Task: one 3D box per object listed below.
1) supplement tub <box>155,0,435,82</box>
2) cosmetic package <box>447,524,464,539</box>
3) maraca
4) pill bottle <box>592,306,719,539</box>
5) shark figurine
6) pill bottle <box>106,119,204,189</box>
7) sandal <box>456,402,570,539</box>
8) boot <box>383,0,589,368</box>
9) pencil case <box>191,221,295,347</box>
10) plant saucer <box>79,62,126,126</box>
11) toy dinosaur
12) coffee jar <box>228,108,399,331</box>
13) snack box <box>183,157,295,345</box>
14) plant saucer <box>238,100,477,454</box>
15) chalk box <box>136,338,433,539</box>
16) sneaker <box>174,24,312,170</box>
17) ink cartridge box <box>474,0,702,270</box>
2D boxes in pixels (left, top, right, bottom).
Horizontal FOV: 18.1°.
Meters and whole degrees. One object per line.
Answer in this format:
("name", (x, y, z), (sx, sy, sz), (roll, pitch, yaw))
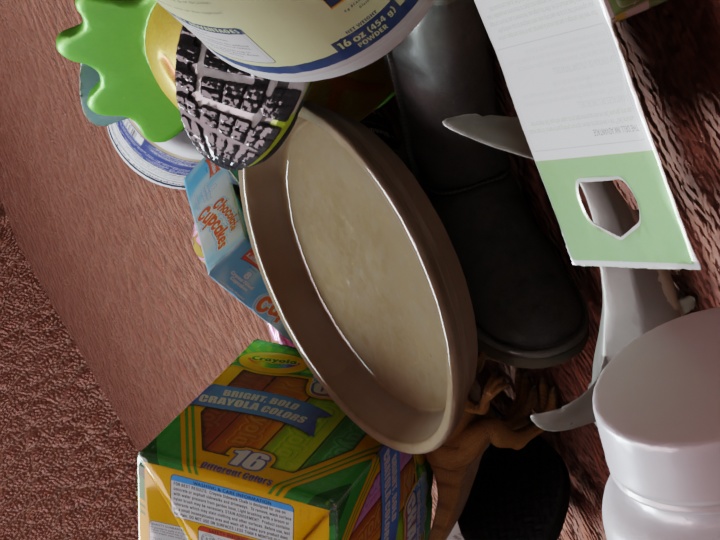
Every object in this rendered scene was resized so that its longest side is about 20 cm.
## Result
("supplement tub", (-0.055, -0.181, 0.976), (0.145, 0.145, 0.200), (57, -170, 29))
("cosmetic package", (0.067, 0.303, 1.555), (0.200, 0.165, 0.165), (67, 168, -13))
("maraca", (-0.066, -0.123, 1.232), (0.107, 0.200, 0.137), (-81, -24, -45))
("pill bottle", (0.163, 0.122, 0.917), (0.114, 0.114, 0.200), (42, 155, 59))
("shark figurine", (0.106, 0.027, 1.031), (0.128, 0.089, 0.215), (47, 161, 50))
("pill bottle", (-0.115, -0.115, 1.532), (0.111, 0.111, 0.200), (64, 168, 1))
("sandal", (0.088, 0.127, 1.378), (0.048, 0.075, 0.200), (41, -174, -26))
("boot", (0.055, -0.071, 1.115), (0.182, 0.072, 0.200), (53, 157, 35))
("pencil case", (-0.059, -0.001, 1.659), (0.200, 0.083, 0.087), (44, 158, 59))
("plant saucer", (-0.099, -0.170, 1.331), (0.039, 0.201, 0.201), (26, 158, 9))
("toy dinosaur", (0.058, 0.098, 1.303), (0.060, 0.106, 0.200), (-125, 23, -46))
("coffee jar", (-0.016, -0.052, 1.320), (0.200, 0.104, 0.085), (57, -166, 26))
("snack box", (-0.023, 0.017, 1.406), (0.200, 0.037, 0.116), (40, -165, -30))
("plant saucer", (0.000, 0.000, 1.176), (0.200, 0.029, 0.200), (44, 149, 36))
("chalk box", (-0.031, 0.126, 1.320), (0.125, 0.200, 0.124), (11, 118, 19))
("sneaker", (-0.032, -0.145, 1.127), (0.074, 0.200, 0.081), (19, -178, 19))
("ink cartridge box", (0.091, -0.101, 0.913), (0.200, 0.048, 0.146), (66, 167, -7))
